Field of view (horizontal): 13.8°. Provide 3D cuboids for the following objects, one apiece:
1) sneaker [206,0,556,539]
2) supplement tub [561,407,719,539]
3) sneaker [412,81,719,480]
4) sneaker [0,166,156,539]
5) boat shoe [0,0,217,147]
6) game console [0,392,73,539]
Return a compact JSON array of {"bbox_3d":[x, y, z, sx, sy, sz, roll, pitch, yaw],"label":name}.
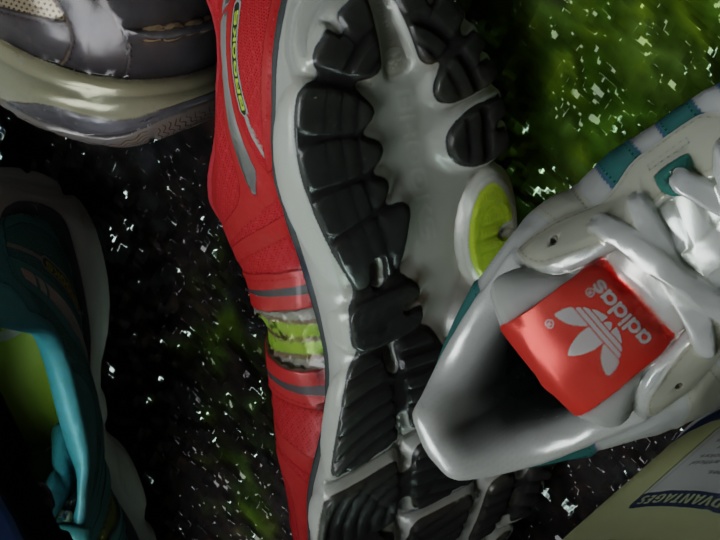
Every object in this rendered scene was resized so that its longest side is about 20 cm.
[{"bbox_3d":[0.000,0.000,0.762,0.085,0.077,0.200,39,142,48],"label":"sneaker"},{"bbox_3d":[0.077,0.128,0.659,0.145,0.200,0.145,25,132,31],"label":"supplement tub"},{"bbox_3d":[0.083,-0.004,0.642,0.070,0.093,0.200,54,141,0],"label":"sneaker"},{"bbox_3d":[-0.103,0.070,0.869,0.077,0.080,0.200,-8,121,0],"label":"sneaker"},{"bbox_3d":[-0.112,-0.102,0.793,0.200,0.074,0.073,23,121,21],"label":"boat shoe"},{"bbox_3d":[-0.078,0.101,0.705,0.172,0.200,0.119,13,116,17],"label":"game console"}]
